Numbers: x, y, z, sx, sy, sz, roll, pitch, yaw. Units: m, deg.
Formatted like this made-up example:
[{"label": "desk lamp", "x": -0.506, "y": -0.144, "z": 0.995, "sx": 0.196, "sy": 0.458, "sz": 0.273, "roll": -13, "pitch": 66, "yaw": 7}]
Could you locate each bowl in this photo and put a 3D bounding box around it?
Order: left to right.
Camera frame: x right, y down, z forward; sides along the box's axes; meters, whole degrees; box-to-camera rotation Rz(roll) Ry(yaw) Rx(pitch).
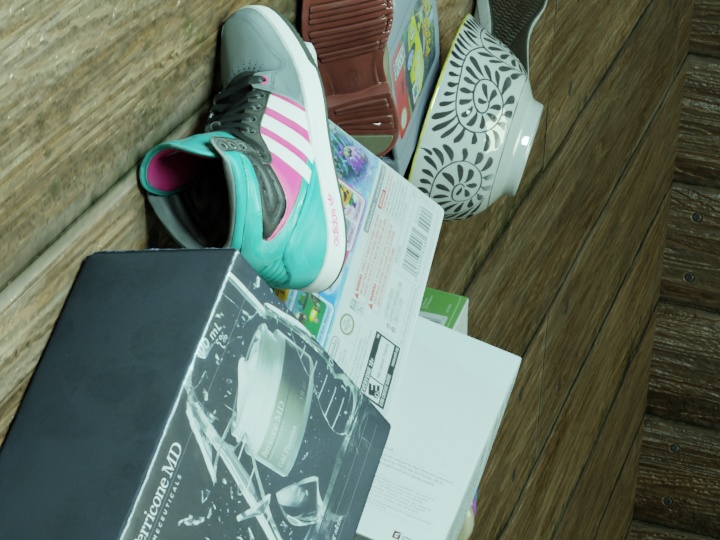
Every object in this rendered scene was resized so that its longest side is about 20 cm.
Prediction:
[{"label": "bowl", "x": 0.110, "y": -0.123, "z": 1.769, "sx": 0.201, "sy": 0.093, "sz": 0.203, "roll": 19, "pitch": 90, "yaw": -85}]

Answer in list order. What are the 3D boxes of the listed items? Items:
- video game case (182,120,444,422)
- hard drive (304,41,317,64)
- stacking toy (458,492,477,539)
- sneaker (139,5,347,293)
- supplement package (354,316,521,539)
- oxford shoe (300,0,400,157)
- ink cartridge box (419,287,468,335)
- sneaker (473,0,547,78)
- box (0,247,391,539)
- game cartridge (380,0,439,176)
[{"label": "video game case", "x": -0.031, "y": -0.013, "z": 1.317, "sx": 0.182, "sy": 0.024, "sz": 0.201, "roll": 36, "pitch": 49, "yaw": -24}, {"label": "hard drive", "x": -0.072, "y": -0.051, "z": 1.390, "sx": 0.133, "sy": 0.026, "sz": 0.201, "roll": 84, "pitch": 22, "yaw": -45}, {"label": "stacking toy", "x": 0.099, "y": 0.210, "z": 2.058, "sx": 0.200, "sy": 0.084, "sz": 0.086, "roll": -60, "pitch": 155, "yaw": -58}, {"label": "sneaker", "x": -0.086, "y": -0.083, "z": 1.235, "sx": 0.120, "sy": 0.083, "sz": 0.202, "roll": 5, "pitch": 62, "yaw": -43}, {"label": "supplement package", "x": -0.015, "y": 0.140, "z": 1.374, "sx": 0.148, "sy": 0.190, "sz": 0.201, "roll": 104, "pitch": 11, "yaw": -45}, {"label": "oxford shoe", "x": -0.012, "y": -0.184, "z": 1.476, "sx": 0.075, "sy": 0.070, "sz": 0.201, "roll": -101, "pitch": -174, "yaw": -52}, {"label": "ink cartridge box", "x": 0.063, "y": 0.129, "z": 1.909, "sx": 0.104, "sy": 0.059, "sz": 0.201, "roll": -60, "pitch": 155, "yaw": -48}, {"label": "sneaker", "x": 0.133, "y": -0.234, "z": 1.937, "sx": 0.085, "sy": 0.072, "sz": 0.201, "roll": 131, "pitch": -23, "yaw": -55}, {"label": "box", "x": -0.100, "y": 0.124, "z": 1.139, "sx": 0.197, "sy": 0.123, "sz": 0.201, "roll": 49, "pitch": 50, "yaw": -42}, {"label": "game cartridge", "x": 0.031, "y": -0.183, "z": 1.642, "sx": 0.201, "sy": 0.040, "sz": 0.134, "roll": 80, "pitch": 22, "yaw": -52}]
